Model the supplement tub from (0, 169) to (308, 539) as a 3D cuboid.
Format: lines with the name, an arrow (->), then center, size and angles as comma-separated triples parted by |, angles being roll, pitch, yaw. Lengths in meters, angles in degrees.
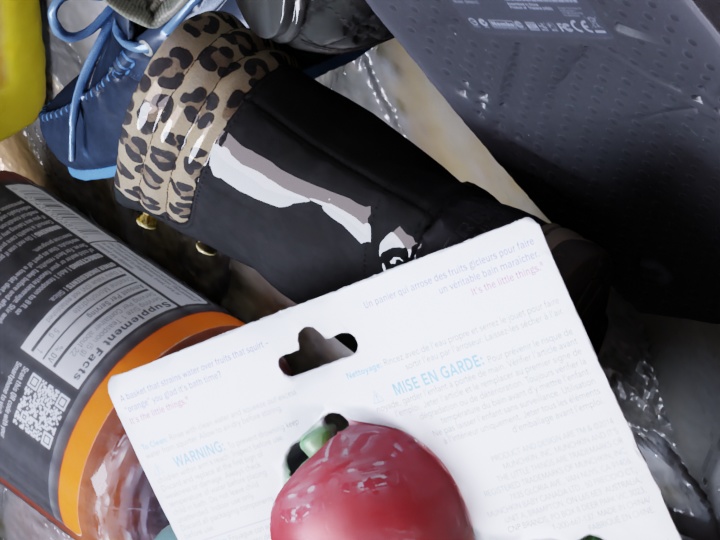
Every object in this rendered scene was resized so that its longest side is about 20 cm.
supplement tub -> -0.098, 0.048, 1.135 | 0.200, 0.107, 0.107 | 33, 141, 32

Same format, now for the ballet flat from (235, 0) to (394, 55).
ballet flat -> -0.015, -0.164, 0.874 | 0.066, 0.057, 0.200 | 9, 105, 59

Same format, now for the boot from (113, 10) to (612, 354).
boot -> 0.000, 0.000, 0.938 | 0.150, 0.073, 0.200 | 34, 168, 10

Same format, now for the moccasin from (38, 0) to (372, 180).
moccasin -> -0.049, -0.092, 0.987 | 0.200, 0.081, 0.068 | -26, 111, 45

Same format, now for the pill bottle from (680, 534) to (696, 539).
pill bottle -> 0.089, 0.192, 1.006 | 0.112, 0.112, 0.200 | 25, 136, 40

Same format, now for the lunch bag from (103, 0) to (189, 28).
lunch bag -> -0.018, -0.187, 0.723 | 0.118, 0.164, 0.200 | 37, 123, -26

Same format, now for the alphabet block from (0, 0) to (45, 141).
alphabet block -> -0.257, -0.136, 1.110 | 0.200, 0.195, 0.197 | 35, 144, 32

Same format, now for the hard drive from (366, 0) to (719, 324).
hard drive -> 0.076, -0.056, 0.817 | 0.135, 0.042, 0.200 | 8, 147, 50

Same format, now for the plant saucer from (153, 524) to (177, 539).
plant saucer -> -0.025, 0.181, 1.036 | 0.200, 0.027, 0.200 | 39, 146, 33

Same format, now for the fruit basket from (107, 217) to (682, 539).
fruit basket -> 0.029, 0.097, 0.861 | 0.185, 0.094, 0.200 | -22, 89, 42
